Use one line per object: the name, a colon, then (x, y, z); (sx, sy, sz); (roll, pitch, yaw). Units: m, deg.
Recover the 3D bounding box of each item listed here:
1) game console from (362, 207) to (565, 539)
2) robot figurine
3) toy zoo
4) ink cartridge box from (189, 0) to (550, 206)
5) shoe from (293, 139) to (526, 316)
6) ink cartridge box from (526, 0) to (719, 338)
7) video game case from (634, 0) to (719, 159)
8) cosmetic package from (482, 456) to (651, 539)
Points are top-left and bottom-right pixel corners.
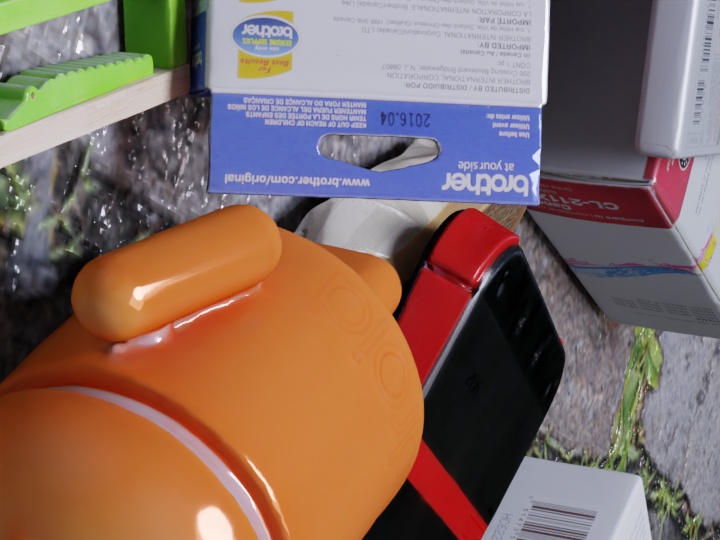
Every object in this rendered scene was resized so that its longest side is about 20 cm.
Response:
game console: (0.024, 0.079, 0.869); (0.178, 0.031, 0.200); (-61, 160, -10)
robot figurine: (-0.055, 0.059, 0.661); (0.144, 0.117, 0.200); (-45, -178, 40)
toy zoo: (-0.094, -0.137, 0.635); (0.131, 0.020, 0.202); (-31, 124, -59)
ink cartridge box: (0.004, -0.123, 0.724); (0.042, 0.118, 0.202); (175, -84, -75)
shoe: (0.000, 0.000, 0.845); (0.200, 0.053, 0.070); (-39, 160, -51)
ink cartridge box: (0.149, -0.069, 1.090); (0.200, 0.082, 0.147); (47, 54, -58)
video game case: (0.165, -0.152, 0.963); (0.182, 0.023, 0.202); (-10, 108, -67)
cosmetic package: (0.104, 0.200, 1.080); (0.102, 0.071, 0.201); (-58, 145, -42)
